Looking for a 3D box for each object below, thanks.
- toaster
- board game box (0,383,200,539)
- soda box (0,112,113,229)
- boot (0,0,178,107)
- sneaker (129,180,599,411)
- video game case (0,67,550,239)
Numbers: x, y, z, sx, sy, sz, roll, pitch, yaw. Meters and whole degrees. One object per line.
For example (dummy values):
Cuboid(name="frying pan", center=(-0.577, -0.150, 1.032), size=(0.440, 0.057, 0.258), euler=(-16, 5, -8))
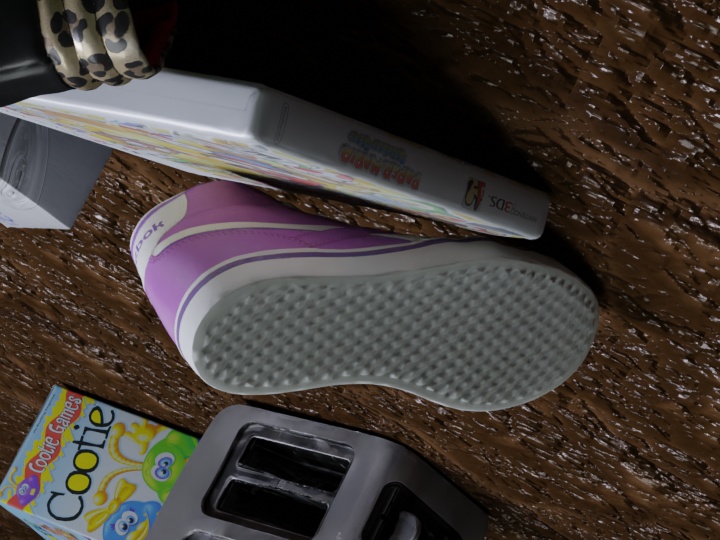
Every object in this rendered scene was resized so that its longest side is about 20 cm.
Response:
Cuboid(name="toaster", center=(-0.043, 0.195, 1.339), size=(0.199, 0.182, 0.119), euler=(10, 154, 40))
Cuboid(name="board game box", center=(-0.159, 0.178, 1.579), size=(0.199, 0.103, 0.105), euler=(17, 161, 28))
Cuboid(name="soda box", center=(-0.200, -0.098, 0.910), size=(0.200, 0.069, 0.063), euler=(39, 159, -32))
Cuboid(name="boot", center=(-0.143, -0.109, 0.733), size=(0.150, 0.201, 0.074), euler=(-14, 124, 8))
Cuboid(name="sneaker", center=(0.000, -0.001, 0.869), size=(0.199, 0.073, 0.114), euler=(7, -158, -31))
Cuboid(name="video game case", center=(-0.055, -0.052, 0.806), size=(0.199, 0.023, 0.182), euler=(12, 178, 39))
